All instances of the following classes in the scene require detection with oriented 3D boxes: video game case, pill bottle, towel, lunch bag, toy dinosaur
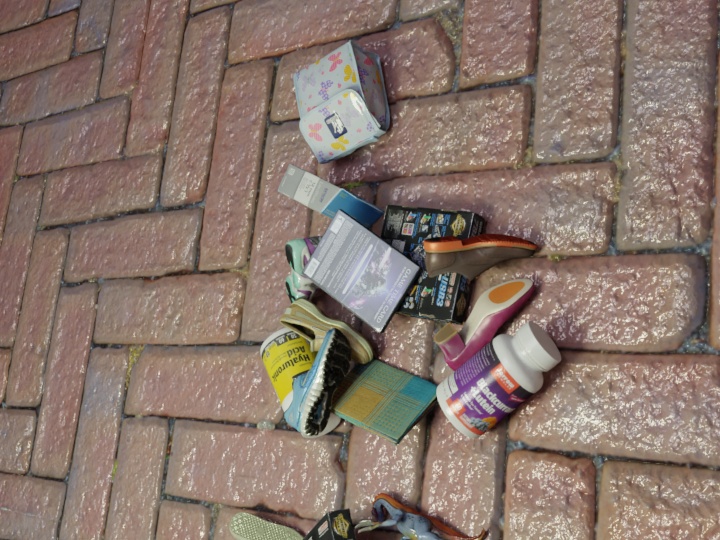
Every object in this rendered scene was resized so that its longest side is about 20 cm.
[{"bbox_3d":[0.000,0.000,1.730,0.199,0.019,0.144,36,101,21],"label":"video game case"},{"bbox_3d":[0.231,0.177,1.549,0.200,0.111,0.112,-43,55,20],"label":"pill bottle"},{"bbox_3d":[0.038,0.231,1.694,0.199,0.022,0.146,18,48,41],"label":"towel"},{"bbox_3d":[-0.037,-0.338,1.912,0.168,0.126,0.203,-21,71,34],"label":"lunch bag"},{"bbox_3d":[0.093,0.447,1.623,0.198,0.106,0.182,-19,41,-10],"label":"toy dinosaur"},{"bbox_3d":[-0.111,0.216,1.806,0.111,0.111,0.201,-42,56,20],"label":"pill bottle"}]

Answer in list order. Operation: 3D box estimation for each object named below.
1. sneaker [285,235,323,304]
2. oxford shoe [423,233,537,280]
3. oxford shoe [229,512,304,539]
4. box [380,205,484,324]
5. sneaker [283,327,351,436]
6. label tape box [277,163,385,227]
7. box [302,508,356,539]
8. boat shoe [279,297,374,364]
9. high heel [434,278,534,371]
[{"bbox_3d":[-0.075,0.005,1.860,0.138,0.201,0.078,-17,55,-17],"label":"sneaker"},{"bbox_3d":[0.208,-0.023,1.625,0.197,0.071,0.074,-2,101,1],"label":"oxford shoe"},{"bbox_3d":[-0.163,0.525,1.791,0.198,0.058,0.075,19,57,27],"label":"oxford shoe"},{"bbox_3d":[0.118,-0.014,1.728,0.197,0.049,0.203,7,82,37],"label":"box"},{"bbox_3d":[-0.087,0.194,1.699,0.089,0.078,0.202,9,67,37],"label":"sneaker"},{"bbox_3d":[-0.046,-0.130,1.839,0.199,0.143,0.067,31,95,40],"label":"label tape box"},{"bbox_3d":[-0.044,0.541,1.631,0.200,0.049,0.201,123,137,-55],"label":"box"},{"bbox_3d":[-0.068,0.130,1.780,0.199,0.072,0.076,28,52,27],"label":"boat shoe"},{"bbox_3d":[0.228,0.099,1.622,0.199,0.096,0.067,-38,33,-1],"label":"high heel"}]
